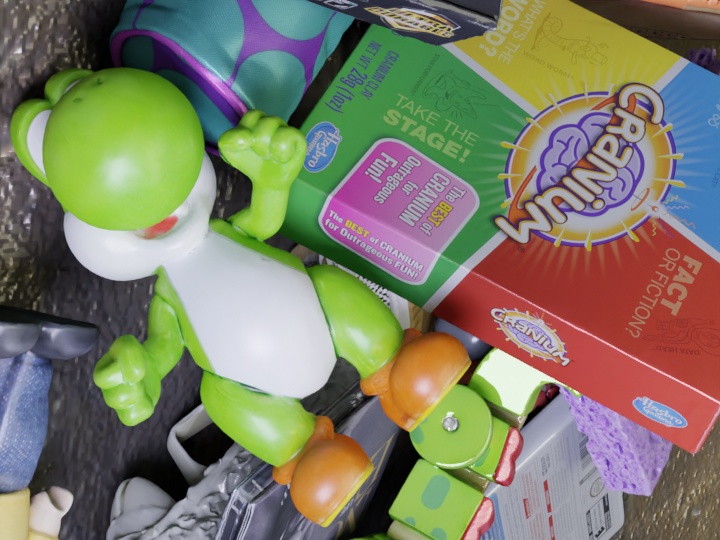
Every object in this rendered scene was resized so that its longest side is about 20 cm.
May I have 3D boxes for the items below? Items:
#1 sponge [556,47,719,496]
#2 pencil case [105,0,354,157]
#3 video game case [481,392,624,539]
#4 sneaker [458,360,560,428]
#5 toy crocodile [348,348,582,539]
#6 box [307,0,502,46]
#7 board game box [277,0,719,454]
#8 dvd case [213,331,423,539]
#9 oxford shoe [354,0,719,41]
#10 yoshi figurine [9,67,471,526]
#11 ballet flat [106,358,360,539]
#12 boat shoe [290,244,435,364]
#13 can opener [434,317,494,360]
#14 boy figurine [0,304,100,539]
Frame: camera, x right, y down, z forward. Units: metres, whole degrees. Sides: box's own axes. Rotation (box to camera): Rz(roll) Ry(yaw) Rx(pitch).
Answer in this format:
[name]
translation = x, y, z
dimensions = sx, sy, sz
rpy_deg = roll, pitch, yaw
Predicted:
[sponge]
translation = 0.156, -0.001, 1.099
dimensions = 0.201, 0.030, 0.112
rpy_deg = -61, 140, -29
[pencil case]
translation = -0.025, -0.139, 0.914
dimensions = 0.201, 0.085, 0.093
rpy_deg = -59, 156, -22
[video game case]
translation = 0.058, 0.154, 1.118
dimensions = 0.200, 0.018, 0.144
rpy_deg = -41, 148, -19
[sneaker]
translation = 0.103, 0.022, 1.152
dimensions = 0.200, 0.071, 0.099
rpy_deg = -19, 110, -44
[toy crocodile]
translation = 0.033, 0.114, 1.002
dimensions = 0.201, 0.061, 0.068
rpy_deg = -60, 168, -3
[box]
translation = -0.022, -0.209, 0.842
dimensions = 0.197, 0.050, 0.202
rpy_deg = 16, 77, -31
[board game box]
translation = 0.082, -0.036, 0.904
dimensions = 0.153, 0.199, 0.040
rpy_deg = -58, 171, -34
[dvd case]
translation = -0.036, 0.134, 0.969
dimensions = 0.149, 0.016, 0.201
rpy_deg = -39, 156, -50
[oxford shoe]
translation = 0.093, -0.124, 1.008
dimensions = 0.072, 0.198, 0.073
rpy_deg = -78, 176, -52
[yoshi figurine]
translation = -0.056, -0.003, 0.835
dimensions = 0.112, 0.200, 0.112
rpy_deg = -48, 176, 38
[ballet flat]
translation = -0.069, 0.102, 0.966
dimensions = 0.200, 0.071, 0.072
rpy_deg = -46, 135, -36
[boat shoe]
translation = 0.000, 0.000, 1.016
dimensions = 0.201, 0.069, 0.071
rpy_deg = 90, 11, -48
[can opener]
translation = 0.094, -0.019, 1.086
dimensions = 0.200, 0.066, 0.053
rpy_deg = -38, 138, -46
[boy figurine]
translation = -0.161, 0.112, 0.846
dimensions = 0.124, 0.064, 0.202
rpy_deg = 12, 90, -56
